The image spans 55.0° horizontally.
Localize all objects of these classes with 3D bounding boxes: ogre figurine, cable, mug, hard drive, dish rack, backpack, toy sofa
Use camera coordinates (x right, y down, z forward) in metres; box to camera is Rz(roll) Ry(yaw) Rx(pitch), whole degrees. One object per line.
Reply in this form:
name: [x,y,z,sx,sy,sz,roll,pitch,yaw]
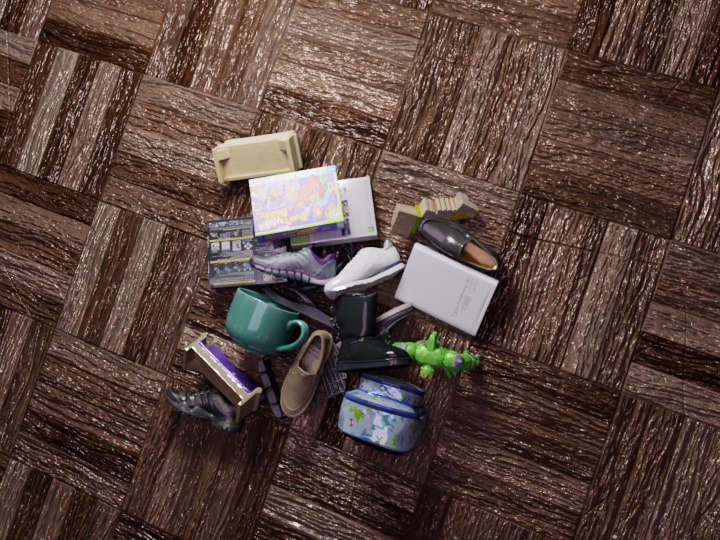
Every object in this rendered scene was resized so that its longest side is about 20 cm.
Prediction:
ogre figurine: [0.149,0.181,1.479,0.198,0.120,0.099,30,91,13]
cable: [-0.087,-0.050,1.585,0.160,0.051,0.204,-2,83,12]
mug: [-0.217,0.124,1.531,0.150,0.184,0.116,22,91,-32]
hard drive: [0.187,0.041,1.515,0.198,0.026,0.134,25,108,13]
dish rack: [-0.131,0.238,1.566,0.197,0.055,0.156,-23,82,7]
backpack: [0.046,0.296,1.448,0.180,0.200,0.150,14,87,13]
toy sofa: [-0.239,-0.266,1.627,0.196,0.098,0.084,-6,111,11]
toy sofa: [-0.302,0.233,1.556,0.199,0.083,0.097,40,51,18]

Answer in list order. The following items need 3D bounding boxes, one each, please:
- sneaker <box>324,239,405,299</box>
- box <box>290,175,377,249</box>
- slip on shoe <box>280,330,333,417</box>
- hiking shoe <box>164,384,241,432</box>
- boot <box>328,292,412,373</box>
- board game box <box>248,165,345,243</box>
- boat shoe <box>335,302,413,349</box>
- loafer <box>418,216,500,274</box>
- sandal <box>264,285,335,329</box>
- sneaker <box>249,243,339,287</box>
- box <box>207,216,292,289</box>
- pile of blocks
sneaker: [0.000,0.000,1.528,0.198,0.076,0.081,-22,80,-25]
box: [-0.066,-0.131,1.568,0.196,0.036,0.147,-6,73,-2]
slip on shoe: [-0.120,0.225,1.507,0.075,0.061,0.202,28,89,11]
hiking shoe: [-0.354,0.299,1.604,0.197,0.076,0.102,21,77,6]
boot: [0.020,0.127,1.448,0.196,0.073,0.166,-10,73,38]
board game box: [-0.140,-0.147,1.533,0.196,0.045,0.137,-10,73,-1]
boat shoe: [0.041,0.139,1.535,0.198,0.073,0.063,-32,87,12]
loafer: [0.217,-0.057,1.491,0.197,0.072,0.074,26,95,-1]
sandal: [-0.123,0.076,1.573,0.197,0.076,0.043,25,91,2]
sneaker: [-0.145,-0.025,1.537,0.196,0.074,0.089,13,93,-3]
box: [-0.260,-0.044,1.622,0.196,0.049,0.164,-5,82,11]
pile of blocks: [0.162,-0.127,1.547,0.196,0.083,0.063,-6,40,2]
